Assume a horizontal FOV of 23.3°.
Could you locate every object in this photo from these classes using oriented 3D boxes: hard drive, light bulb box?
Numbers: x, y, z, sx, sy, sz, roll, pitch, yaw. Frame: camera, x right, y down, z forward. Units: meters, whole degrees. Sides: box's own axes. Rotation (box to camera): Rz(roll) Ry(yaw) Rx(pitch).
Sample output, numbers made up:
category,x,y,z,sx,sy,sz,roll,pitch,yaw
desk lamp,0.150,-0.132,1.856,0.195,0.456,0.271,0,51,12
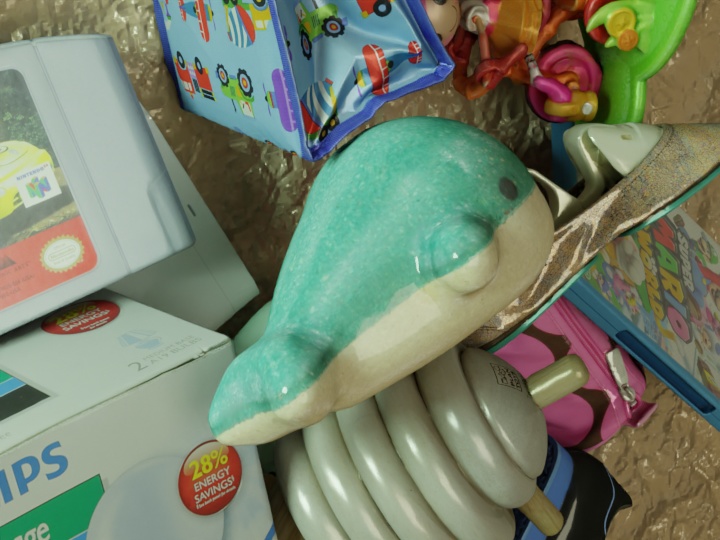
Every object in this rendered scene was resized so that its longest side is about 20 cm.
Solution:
category,x,y,z,sx,sy,sz,roll,pitch,yaw
hard drive,-0.162,0.023,0.910,0.200,0.026,0.132,-40,120,-16
light bulb box,-0.150,0.145,0.847,0.197,0.124,0.202,-27,117,-33

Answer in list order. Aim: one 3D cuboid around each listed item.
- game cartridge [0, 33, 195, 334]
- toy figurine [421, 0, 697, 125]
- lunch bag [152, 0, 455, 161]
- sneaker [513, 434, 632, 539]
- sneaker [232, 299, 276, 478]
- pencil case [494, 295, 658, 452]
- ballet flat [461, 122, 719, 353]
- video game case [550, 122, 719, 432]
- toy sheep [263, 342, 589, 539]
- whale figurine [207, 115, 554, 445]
category,x,y,z,sx,sy,sz,roll,pitch,yaw
game cartridge,-0.193,-0.034,0.849,0.199,0.041,0.134,-26,96,-19
toy figurine,0.068,-0.157,0.950,0.182,0.150,0.202,1,113,-19
lunch bag,-0.060,-0.171,0.842,0.094,0.150,0.201,-33,118,-19
sneaker,0.092,0.199,1.024,0.078,0.070,0.201,31,86,-27
sneaker,-0.029,0.120,0.987,0.118,0.074,0.201,-40,113,-20
pencil case,0.093,0.019,1.021,0.091,0.094,0.200,-49,121,-10
ballet flat,0.118,-0.037,0.932,0.200,0.068,0.067,-38,101,-13
video game case,0.182,0.006,1.060,0.200,0.018,0.144,39,38,-33
toy sheep,0.032,0.100,0.899,0.199,0.138,0.138,-35,121,9
whale figurine,0.000,0.000,0.816,0.200,0.159,0.104,-39,98,-36
